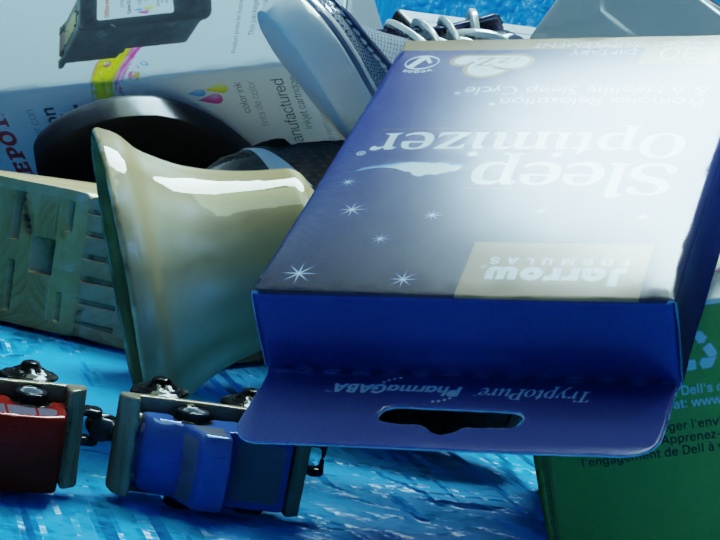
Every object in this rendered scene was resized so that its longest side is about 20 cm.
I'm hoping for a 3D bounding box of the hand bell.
[{"bbox_3d":[0.015,-0.013,0.746,0.198,0.105,0.104,-11,9,-10],"label":"hand bell"}]

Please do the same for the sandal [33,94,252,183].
[{"bbox_3d":[-0.064,-0.023,1.053,0.199,0.076,0.043,27,38,-28],"label":"sandal"}]

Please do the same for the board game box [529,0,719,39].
[{"bbox_3d":[0.189,-0.055,0.954,0.199,0.064,0.148,26,16,-41],"label":"board game box"}]

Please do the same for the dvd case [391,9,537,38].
[{"bbox_3d":[0.118,-0.063,1.091,0.149,0.025,0.200,3,34,-37],"label":"dvd case"}]

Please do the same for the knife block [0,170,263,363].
[{"bbox_3d":[-0.068,0.001,1.004,0.199,0.065,0.175,11,5,25],"label":"knife block"}]

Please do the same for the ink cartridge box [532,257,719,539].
[{"bbox_3d":[0.150,0.030,0.690,0.198,0.076,0.148,-9,5,3],"label":"ink cartridge box"}]

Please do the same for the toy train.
[{"bbox_3d":[-0.103,0.044,0.619,0.198,0.034,0.046,7,9,-15],"label":"toy train"}]

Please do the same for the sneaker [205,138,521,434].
[{"bbox_3d":[0.000,0.000,0.840,0.098,0.071,0.200,-36,43,-29],"label":"sneaker"}]

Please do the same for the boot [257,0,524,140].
[{"bbox_3d":[0.025,-0.087,0.930,0.073,0.090,0.200,50,0,22],"label":"boot"}]

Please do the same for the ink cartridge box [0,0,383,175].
[{"bbox_3d":[-0.084,-0.076,1.098,0.198,0.083,0.146,-5,-39,13],"label":"ink cartridge box"}]

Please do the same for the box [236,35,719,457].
[{"bbox_3d":[0.046,-0.015,0.643,0.120,0.033,0.200,1,32,18],"label":"box"}]
